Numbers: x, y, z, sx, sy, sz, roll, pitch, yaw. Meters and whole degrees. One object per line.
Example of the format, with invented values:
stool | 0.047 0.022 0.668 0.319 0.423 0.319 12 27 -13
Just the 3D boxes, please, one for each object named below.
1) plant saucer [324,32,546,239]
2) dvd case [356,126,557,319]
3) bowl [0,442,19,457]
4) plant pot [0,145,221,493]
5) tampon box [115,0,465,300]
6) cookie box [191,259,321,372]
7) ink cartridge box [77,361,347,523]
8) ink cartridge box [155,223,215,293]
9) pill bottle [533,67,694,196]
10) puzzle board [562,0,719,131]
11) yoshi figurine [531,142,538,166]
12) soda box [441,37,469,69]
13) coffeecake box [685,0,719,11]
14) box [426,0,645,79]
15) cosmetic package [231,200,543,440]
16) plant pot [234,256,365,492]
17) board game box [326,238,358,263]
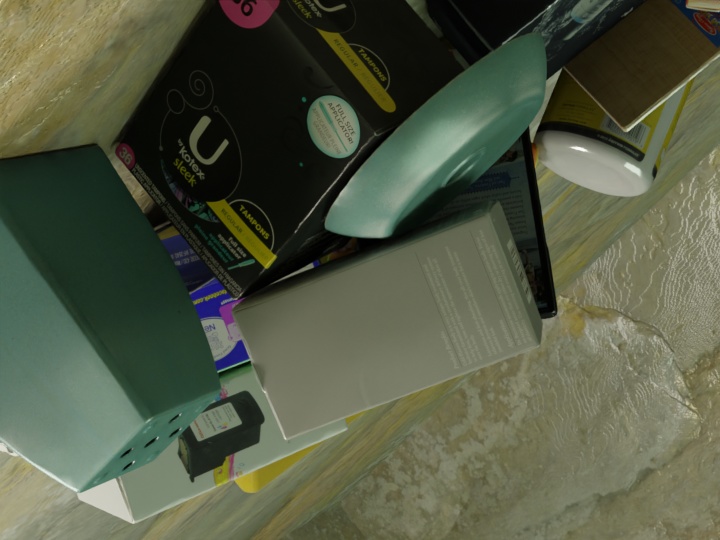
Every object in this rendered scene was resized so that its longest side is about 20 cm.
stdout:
plant saucer | 0.062 -0.083 1.193 0.200 0.036 0.200 -41 172 -7
dvd case | 0.065 -0.050 1.307 0.143 0.200 0.018 -9 163 8
bowl | -0.259 0.110 1.539 0.201 0.094 0.201 -36 168 -9
plant pot | -0.200 0.040 1.185 0.141 0.200 0.141 -46 167 28
tampon box | -0.048 -0.107 1.217 0.126 0.150 0.200 -29 165 -47
cookie box | -0.111 0.027 1.439 0.171 0.075 0.200 -21 -171 -2
ink cartridge box | -0.136 0.125 1.418 0.200 0.083 0.146 -22 -169 -24
ink cartridge box | -0.125 -0.026 1.391 0.200 0.047 0.198 -28 -171 -39
pill bottle | 0.237 -0.175 1.523 0.112 0.112 0.200 81 32 -77
puzzle board | 0.224 -0.229 1.476 0.151 0.200 0.017 -39 151 2
yoshi figurine | 0.045 -0.111 1.503 0.200 0.112 0.112 6 -170 -18
soda box | 0.118 -0.198 1.584 0.200 0.068 0.064 -42 168 14
coffeecake box | 0.297 -0.316 1.307 0.154 0.073 0.200 -67 161 -57
box | 0.154 -0.251 1.378 0.200 0.117 0.197 -38 169 2
cosmetic package | 0.020 0.034 1.235 0.200 0.107 0.090 -19 -173 11
plant pot | -0.091 0.054 1.639 0.200 0.200 0.176 -35 158 -17
board game box | 0.000 0.000 1.393 0.030 0.096 0.200 -10 -157 6
